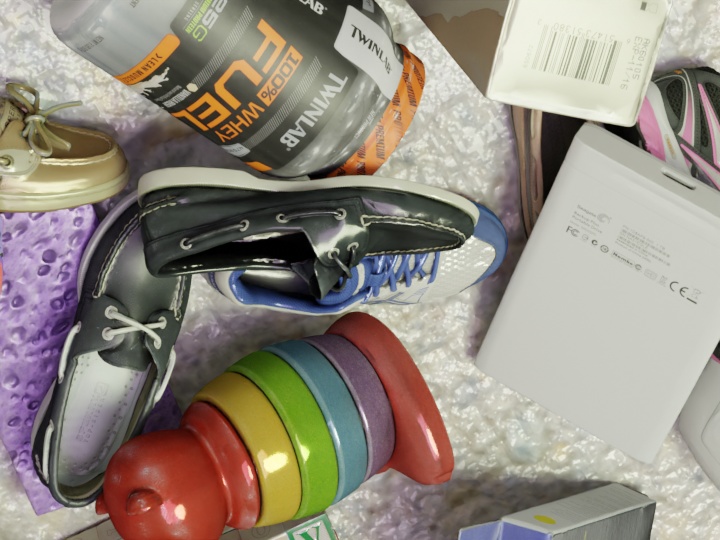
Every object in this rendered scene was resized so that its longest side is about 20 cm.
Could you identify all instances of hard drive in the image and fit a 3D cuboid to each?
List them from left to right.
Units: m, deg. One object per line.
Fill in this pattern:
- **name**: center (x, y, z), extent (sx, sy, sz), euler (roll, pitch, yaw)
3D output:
- **hard drive**: center (0.160, 0.017, 1.405), extent (0.131, 0.027, 0.201), euler (29, 132, 9)

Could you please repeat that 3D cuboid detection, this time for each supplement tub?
- **supplement tub**: center (-0.067, -0.135, 1.311), extent (0.199, 0.123, 0.123), euler (32, 102, -22)

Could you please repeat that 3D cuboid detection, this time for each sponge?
- **sponge**: center (-0.188, 0.047, 1.411), extent (0.111, 0.030, 0.201), euler (-22, 114, -4)

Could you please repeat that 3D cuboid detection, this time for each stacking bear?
- **stacking bear**: center (-0.064, 0.111, 1.383), extent (0.199, 0.121, 0.114), euler (-24, 102, -28)

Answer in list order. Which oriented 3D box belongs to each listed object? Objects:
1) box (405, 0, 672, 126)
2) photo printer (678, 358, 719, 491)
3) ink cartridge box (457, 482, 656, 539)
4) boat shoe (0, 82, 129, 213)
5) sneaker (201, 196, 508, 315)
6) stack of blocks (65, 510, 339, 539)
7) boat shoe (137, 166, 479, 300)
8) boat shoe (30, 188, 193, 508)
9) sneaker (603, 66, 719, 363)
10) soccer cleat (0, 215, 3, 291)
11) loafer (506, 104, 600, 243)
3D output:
- **box**: center (0.095, -0.156, 1.295), extent (0.094, 0.200, 0.078), euler (10, 110, -15)
- **photo printer**: center (0.304, 0.077, 1.461), extent (0.069, 0.166, 0.201), euler (13, 111, -48)
- **ink cartridge box**: center (0.115, 0.250, 1.478), extent (0.200, 0.047, 0.199), euler (-8, 112, -56)
- **boat shoe**: center (-0.231, -0.078, 1.325), extent (0.199, 0.073, 0.063), euler (4, 114, -13)
- **sneaker**: center (0.000, 0.000, 1.402), extent (0.199, 0.088, 0.076), euler (-4, 111, -12)
- **stack of blocks**: center (-0.108, 0.207, 1.478), extent (0.199, 0.059, 0.116), euler (-23, 116, -3)
- **boat shoe**: center (-0.031, -0.016, 1.314), extent (0.198, 0.075, 0.066), euler (6, 68, -6)
- **boat shoe**: center (-0.143, 0.049, 1.373), extent (0.075, 0.060, 0.201), euler (12, 108, -19)
- **sneaker**: center (0.229, -0.036, 1.430), extent (0.086, 0.080, 0.201), euler (-23, 102, -11)
- **soccer cleat**: center (-0.251, 0.035, 1.346), extent (0.068, 0.073, 0.200), euler (25, 144, -9)
- **loafer**: center (0.133, -0.047, 1.423), extent (0.071, 0.063, 0.201), euler (-16, 114, 2)
